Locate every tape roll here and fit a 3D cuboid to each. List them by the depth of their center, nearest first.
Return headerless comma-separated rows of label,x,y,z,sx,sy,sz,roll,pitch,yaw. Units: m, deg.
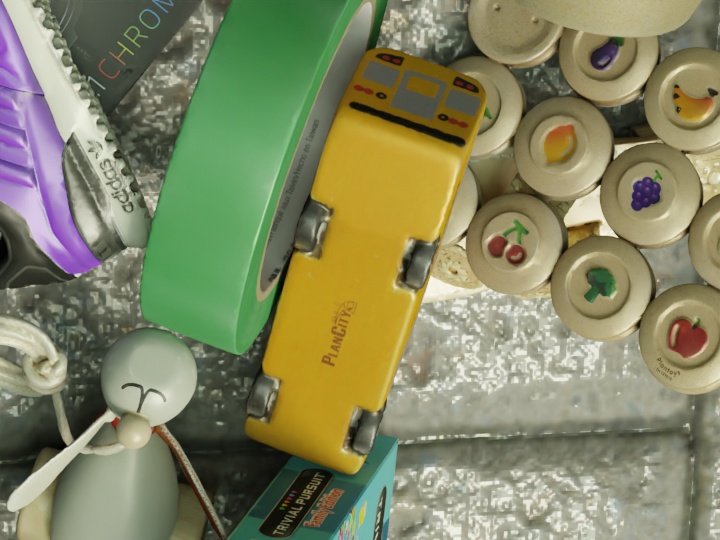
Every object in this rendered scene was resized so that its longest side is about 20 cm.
tape roll,-0.041,-0.063,1.128,0.048,0.200,0.201,21,104,4

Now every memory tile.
memory tile,0.117,-0.047,1.193,0.200,0.017,0.154,29,94,22

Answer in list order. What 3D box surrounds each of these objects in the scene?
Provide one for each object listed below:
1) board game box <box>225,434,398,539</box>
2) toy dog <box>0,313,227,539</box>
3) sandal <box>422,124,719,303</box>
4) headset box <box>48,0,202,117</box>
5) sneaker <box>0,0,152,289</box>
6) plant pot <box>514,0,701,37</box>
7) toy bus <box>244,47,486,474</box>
board game box,-0.033,0.180,1.213,0.047,0.200,0.151,10,108,11
toy dog,-0.120,0.110,1.183,0.132,0.096,0.200,2,148,14
sandal,0.100,-0.022,1.238,0.211,0.070,0.078,-15,117,-6
headset box,-0.186,-0.150,1.128,0.200,0.093,0.174,39,97,-20
sneaker,-0.170,-0.076,1.068,0.099,0.070,0.200,-27,110,0
plant pot,0.125,-0.215,1.138,0.187,0.187,0.200,3,121,-13
toy bus,0.000,0.000,1.185,0.065,0.078,0.200,19,128,3
